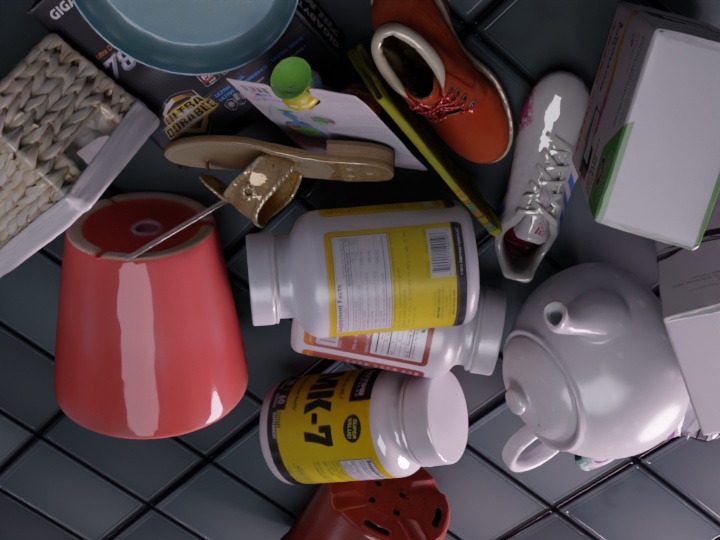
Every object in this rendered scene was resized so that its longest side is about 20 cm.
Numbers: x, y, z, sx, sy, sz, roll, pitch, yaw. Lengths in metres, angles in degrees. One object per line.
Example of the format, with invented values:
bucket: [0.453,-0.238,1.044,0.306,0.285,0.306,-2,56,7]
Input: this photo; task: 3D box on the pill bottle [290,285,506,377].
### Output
pill bottle: [0.037,0.042,1.199,0.198,0.113,0.113,11,130,0]

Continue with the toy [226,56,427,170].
toy: [-0.020,-0.137,1.051,0.114,0.048,0.200,10,174,22]

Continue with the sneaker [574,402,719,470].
sneaker: [0.320,0.159,1.271,0.139,0.078,0.201,25,129,-10]

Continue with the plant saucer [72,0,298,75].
plant saucer: [-0.143,-0.250,0.985,0.197,0.028,0.202,3,129,4]

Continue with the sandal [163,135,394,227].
sandal: [-0.076,-0.072,1.070,0.209,0.071,0.078,2,167,11]

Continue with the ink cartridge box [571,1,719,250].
ink cartridge box: [0.229,-0.120,0.956,0.083,0.200,0.146,15,108,0]

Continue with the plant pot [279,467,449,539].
plant pot: [-0.001,0.319,1.393,0.199,0.202,0.197,20,121,-8]

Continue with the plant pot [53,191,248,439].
plant pot: [-0.206,0.033,1.193,0.198,0.201,0.179,5,119,5]

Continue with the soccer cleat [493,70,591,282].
soccer cleat: [0.165,-0.077,1.097,0.069,0.087,0.201,10,130,1]

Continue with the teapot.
teapot: [0.198,0.099,1.153,0.145,0.197,0.202,-23,101,-21]

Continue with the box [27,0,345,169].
box: [-0.149,-0.212,1.065,0.199,0.050,0.199,-29,120,28]

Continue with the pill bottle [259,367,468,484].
pill bottle: [0.004,0.159,1.279,0.198,0.115,0.115,-10,128,29]

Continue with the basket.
basket: [-0.297,-0.101,1.098,0.123,0.136,0.199,45,140,-18]

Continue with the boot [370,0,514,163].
boot: [0.067,-0.150,1.042,0.074,0.108,0.200,-24,123,23]

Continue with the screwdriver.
screwdriver: [-0.131,-0.063,1.119,0.199,0.028,0.029,-28,106,-22]

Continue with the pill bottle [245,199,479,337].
pill bottle: [0.000,0.000,1.092,0.197,0.113,0.113,-5,130,-5]

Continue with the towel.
towel: [0.059,-0.109,1.063,0.018,0.086,0.200,-38,132,8]

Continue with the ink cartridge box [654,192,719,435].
ink cartridge box: [0.313,0.019,1.077,0.083,0.201,0.145,-15,125,20]
